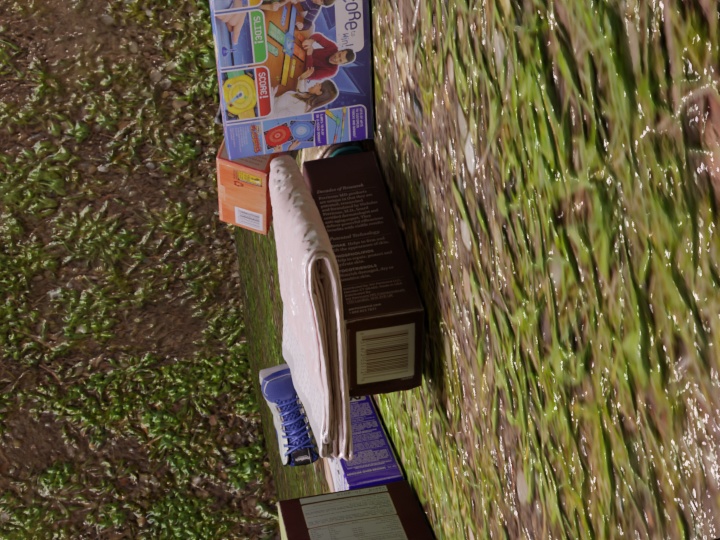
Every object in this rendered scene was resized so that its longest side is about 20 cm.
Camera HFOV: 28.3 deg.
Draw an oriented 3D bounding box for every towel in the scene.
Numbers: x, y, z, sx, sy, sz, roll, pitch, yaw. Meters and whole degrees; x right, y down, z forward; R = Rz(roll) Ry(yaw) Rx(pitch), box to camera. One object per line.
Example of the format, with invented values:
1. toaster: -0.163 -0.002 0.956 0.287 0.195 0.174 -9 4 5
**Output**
1. towel: -0.044 0.027 1.175 0.200 0.032 0.193 -117 21 -62

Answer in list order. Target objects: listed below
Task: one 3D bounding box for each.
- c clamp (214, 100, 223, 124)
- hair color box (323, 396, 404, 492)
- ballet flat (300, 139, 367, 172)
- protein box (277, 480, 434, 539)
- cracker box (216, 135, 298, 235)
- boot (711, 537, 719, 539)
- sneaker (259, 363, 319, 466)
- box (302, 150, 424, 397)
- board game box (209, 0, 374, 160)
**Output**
1. c clamp: -0.112 -0.222 1.404 0.200 0.027 0.173 -119 49 -88
2. hair color box: 0.002 0.219 1.509 0.200 0.064 0.111 -114 16 -67
3. ballet flat: -0.036 -0.063 1.366 0.066 0.070 0.201 59 145 40
4. protein box: 0.009 0.337 1.319 0.200 0.133 0.201 -118 21 -68
5. cracker box: -0.086 -0.156 1.442 0.134 0.057 0.202 98 -170 -66
6. boot: 0.152 0.186 0.427 0.186 0.063 0.203 -173 70 -84
7. sneaker: -0.100 0.241 2.254 0.201 0.080 0.116 80 172 -49
8. box: 0.000 0.000 1.245 0.101 0.074 0.201 89 170 -45
9. board game box: -0.058 -0.196 1.215 0.035 0.134 0.202 -110 15 -52
